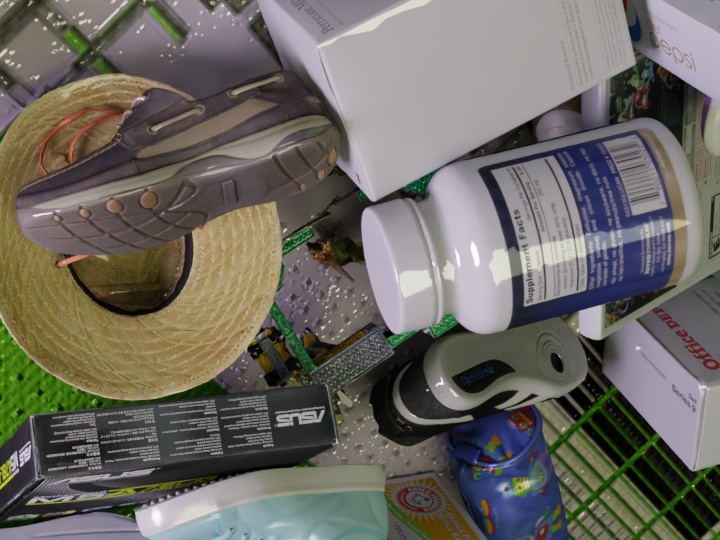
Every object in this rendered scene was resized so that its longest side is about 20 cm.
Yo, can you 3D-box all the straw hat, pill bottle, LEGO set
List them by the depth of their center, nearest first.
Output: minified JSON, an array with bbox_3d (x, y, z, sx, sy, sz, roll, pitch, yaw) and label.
[{"bbox_3d":[0.106,-0.023,0.977,0.198,0.111,0.112,-14,123,-11],"label":"pill bottle"},{"bbox_3d":[-0.151,-0.018,0.982,0.199,0.085,0.203,2,85,-19],"label":"straw hat"},{"bbox_3d":[0.000,0.000,1.078,0.200,0.116,0.154,-41,97,-4],"label":"LEGO set"}]

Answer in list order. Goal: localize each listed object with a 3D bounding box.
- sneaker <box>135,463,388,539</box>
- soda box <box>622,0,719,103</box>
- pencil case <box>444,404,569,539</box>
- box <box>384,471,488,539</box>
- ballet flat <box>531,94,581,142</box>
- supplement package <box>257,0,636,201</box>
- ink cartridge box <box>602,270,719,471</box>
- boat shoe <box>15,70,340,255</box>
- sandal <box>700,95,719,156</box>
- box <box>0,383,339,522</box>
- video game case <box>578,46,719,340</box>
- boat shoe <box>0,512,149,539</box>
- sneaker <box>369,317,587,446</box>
[{"bbox_3d":[-0.057,0.179,1.040,0.198,0.083,0.074,-1,163,-35],"label":"sneaker"},{"bbox_3d":[0.214,-0.175,1.001,0.068,0.200,0.064,-30,125,-7],"label":"soda box"},{"bbox_3d":[0.122,0.198,1.244,0.087,0.078,0.201,-40,130,-32],"label":"pencil case"},{"bbox_3d":[-0.010,0.240,1.184,0.198,0.113,0.102,-6,120,-24],"label":"box"},{"bbox_3d":[0.164,-0.071,1.111,0.067,0.073,0.201,-2,137,28],"label":"ballet flat"},{"bbox_3d":[0.054,-0.158,0.983,0.199,0.121,0.120,-28,126,-9],"label":"supplement package"},{"bbox_3d":[0.312,0.065,1.220,0.198,0.146,0.085,-12,123,-19],"label":"ink cartridge box"},{"bbox_3d":[-0.113,-0.067,0.926,0.198,0.074,0.075,-16,154,-14],"label":"boat shoe"},{"bbox_3d":[0.259,-0.160,1.080,0.083,0.049,0.204,73,35,-48],"label":"sandal"},{"bbox_3d":[-0.139,0.124,1.024,0.198,0.193,0.048,-4,77,-25],"label":"box"},{"bbox_3d":[0.218,-0.072,1.115,0.181,0.023,0.202,-24,121,-42],"label":"video game case"},{"bbox_3d":[-0.216,0.217,1.090,0.198,0.073,0.071,2,147,-2],"label":"boat shoe"},{"bbox_3d":[0.081,0.083,1.175,0.111,0.074,0.199,-31,163,37],"label":"sneaker"}]
